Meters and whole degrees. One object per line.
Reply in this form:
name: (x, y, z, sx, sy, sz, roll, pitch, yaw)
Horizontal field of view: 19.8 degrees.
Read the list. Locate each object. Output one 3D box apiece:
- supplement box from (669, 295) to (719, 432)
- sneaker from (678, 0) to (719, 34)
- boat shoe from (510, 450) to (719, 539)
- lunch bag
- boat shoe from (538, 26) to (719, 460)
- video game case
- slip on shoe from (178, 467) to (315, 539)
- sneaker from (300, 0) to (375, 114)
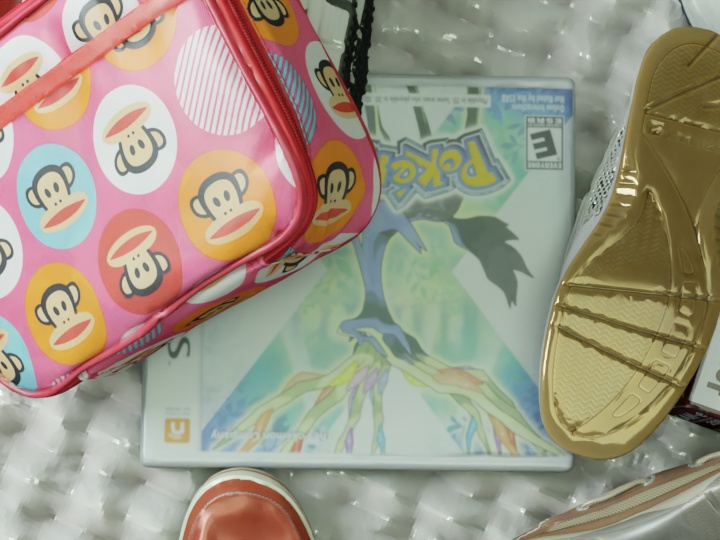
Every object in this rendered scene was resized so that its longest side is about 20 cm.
supplement box: (0.250, 0.046, 0.940, 0.199, 0.061, 0.109, 19, 84, 0)
sneaker: (0.246, -0.112, 0.921, 0.198, 0.130, 0.080, 28, 82, 0)
boat shoe: (0.120, 0.132, 0.916, 0.199, 0.072, 0.076, -20, 99, 17)
lunch bag: (-0.104, -0.058, 0.880, 0.200, 0.082, 0.177, -31, 81, 30)
boat shoe: (0.129, -0.007, 0.934, 0.070, 0.069, 0.201, 20, 78, 0)
video game case: (0.000, 0.000, 0.950, 0.199, 0.022, 0.183, 1, 84, -3)
slip on shoe: (-0.049, 0.188, 0.909, 0.074, 0.061, 0.201, 2, 83, -1)
sneaker: (-0.029, -0.147, 0.931, 0.080, 0.074, 0.201, 7, 68, 13)
